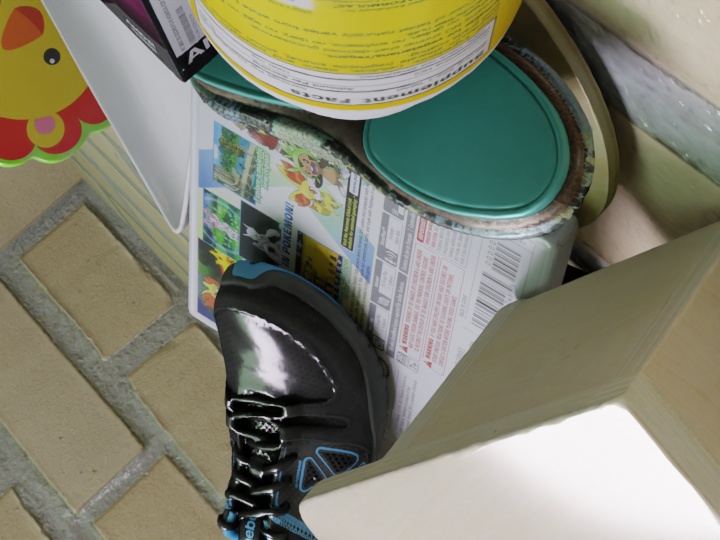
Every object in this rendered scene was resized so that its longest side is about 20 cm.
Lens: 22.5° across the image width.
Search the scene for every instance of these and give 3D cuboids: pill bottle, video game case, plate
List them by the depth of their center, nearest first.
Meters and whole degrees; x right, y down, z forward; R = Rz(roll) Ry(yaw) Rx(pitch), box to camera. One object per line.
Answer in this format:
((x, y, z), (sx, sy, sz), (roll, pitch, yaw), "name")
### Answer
((-0.001, -0.111, 0.523), (0.112, 0.112, 0.200), (47, 172, 7), "pill bottle")
((0.000, 0.000, 0.809), (0.182, 0.022, 0.200), (31, 146, 17), "video game case")
((-0.108, -0.150, 0.870), (0.200, 0.032, 0.200), (59, 154, 23), "plate")

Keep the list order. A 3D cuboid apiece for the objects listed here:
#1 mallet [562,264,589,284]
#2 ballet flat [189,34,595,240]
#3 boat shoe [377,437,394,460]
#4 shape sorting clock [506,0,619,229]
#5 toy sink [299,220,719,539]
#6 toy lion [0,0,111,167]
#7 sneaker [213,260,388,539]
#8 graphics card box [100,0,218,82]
((0.051, 0.082, 0.889), (0.066, 0.201, 0.041), (27, -167, 19), "mallet")
((0.019, -0.060, 0.665), (0.200, 0.074, 0.074), (31, 163, 39), "ballet flat")
((0.077, 0.100, 0.953), (0.199, 0.075, 0.093), (7, 177, 6), "boat shoe")
((0.026, -0.094, 0.722), (0.200, 0.039, 0.200), (38, 164, 13), "shape sorting clock")
((0.096, 0.080, 0.684), (0.130, 0.112, 0.200), (49, 143, -11), "toy sink")
((-0.196, -0.167, 1.018), (0.200, 0.192, 0.069), (50, 172, -10), "toy lion")
((-0.030, 0.087, 0.841), (0.073, 0.082, 0.201), (11, 133, 36), "sneaker")
((-0.102, -0.158, 0.602), (0.125, 0.051, 0.200), (45, 172, 20), "graphics card box")
